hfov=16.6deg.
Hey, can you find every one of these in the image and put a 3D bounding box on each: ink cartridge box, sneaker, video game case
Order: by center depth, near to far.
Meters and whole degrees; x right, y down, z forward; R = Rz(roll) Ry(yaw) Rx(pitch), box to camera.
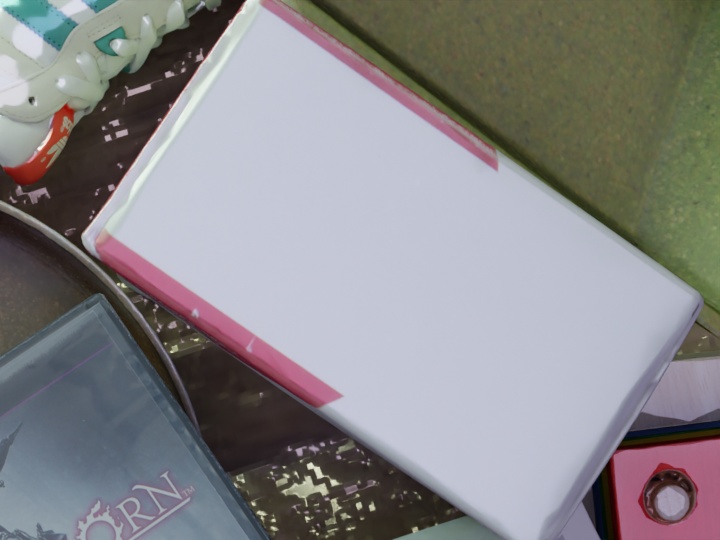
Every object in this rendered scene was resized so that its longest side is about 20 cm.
[{"bbox_3d":[-0.075,0.127,0.686,0.142,0.019,0.201,-33,85,-16],"label":"video game case"},{"bbox_3d":[0.000,0.000,0.716,0.145,0.200,0.084,34,87,-5],"label":"ink cartridge box"},{"bbox_3d":[-0.085,-0.075,0.760,0.198,0.070,0.094,-10,76,0],"label":"sneaker"}]

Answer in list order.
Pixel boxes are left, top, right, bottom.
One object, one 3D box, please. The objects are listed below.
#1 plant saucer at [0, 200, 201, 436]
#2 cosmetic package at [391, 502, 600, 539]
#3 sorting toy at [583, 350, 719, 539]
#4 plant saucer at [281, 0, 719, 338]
[{"bbox_3d":[-0.140,0.063,0.766,0.198,0.032,0.202,3,109,9],"label":"plant saucer"},{"bbox_3d":[0.042,0.180,0.760,0.150,0.052,0.201,-22,96,38],"label":"cosmetic package"},{"bbox_3d":[0.167,0.125,0.800,0.197,0.070,0.202,-6,93,-4],"label":"sorting toy"},{"bbox_3d":[0.064,-0.109,0.742,0.199,0.048,0.201,34,65,-31],"label":"plant saucer"}]
